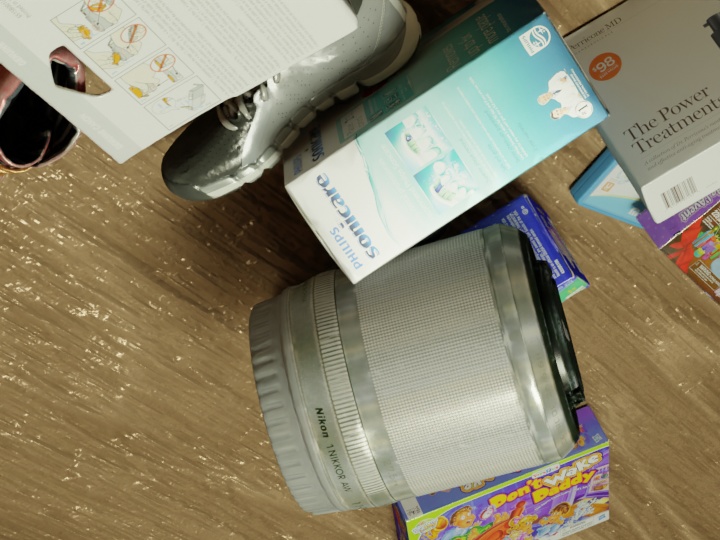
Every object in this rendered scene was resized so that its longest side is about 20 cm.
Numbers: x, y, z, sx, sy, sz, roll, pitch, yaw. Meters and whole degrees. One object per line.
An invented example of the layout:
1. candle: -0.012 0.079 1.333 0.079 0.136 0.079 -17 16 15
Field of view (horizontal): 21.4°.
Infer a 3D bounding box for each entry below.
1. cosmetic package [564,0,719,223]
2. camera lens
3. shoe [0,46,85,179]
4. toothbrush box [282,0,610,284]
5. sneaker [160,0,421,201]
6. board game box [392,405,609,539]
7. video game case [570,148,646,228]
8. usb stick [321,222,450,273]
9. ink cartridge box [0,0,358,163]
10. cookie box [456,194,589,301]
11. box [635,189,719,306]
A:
1. cosmetic package: 0.254 -0.146 1.333 0.199 0.151 0.052 -31 141 4
2. camera lens: 0.041 0.066 1.268 0.198 0.161 0.160 -15 143 8
3. shoe: -0.228 -0.083 1.167 0.071 0.091 0.201 6 132 -35
4. toothbrush box: 0.050 -0.096 1.260 0.199 0.147 0.086 -34 107 9
5. sneaker: -0.064 -0.140 1.226 0.199 0.075 0.116 -37 137 -4
6. board game box: 0.130 0.213 1.754 0.199 0.045 0.135 -21 142 -8
7. video game case: 0.274 -0.110 1.493 0.143 0.018 0.200 16 125 -42
8. usb stick: 0.000 0.000 1.384 0.055 0.033 0.200 -32 176 -36
9. ink cartridge box: -0.115 -0.156 1.083 0.173 0.044 0.200 -28 151 11
10. cookie box: 0.065 0.031 1.431 0.199 0.076 0.171 -32 172 8
11. box: 0.320 -0.041 1.558 0.137 0.039 0.200 -40 148 11
